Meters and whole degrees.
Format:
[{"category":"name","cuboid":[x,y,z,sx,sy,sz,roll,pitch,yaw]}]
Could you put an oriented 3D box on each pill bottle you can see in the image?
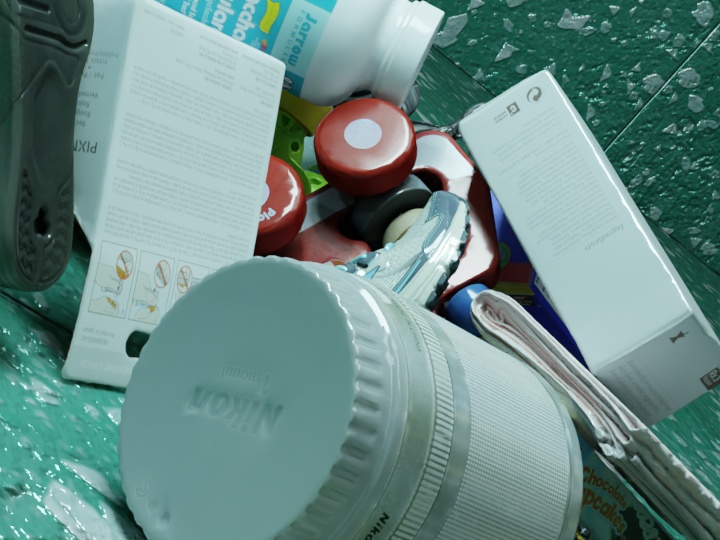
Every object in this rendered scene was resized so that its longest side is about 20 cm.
[{"category":"pill bottle","cuboid":[-0.049,-0.177,1.242,0.199,0.111,0.111,25,12,2]}]

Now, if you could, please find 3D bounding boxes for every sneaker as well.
[{"category":"sneaker","cuboid":[-0.009,0.023,1.104,0.086,0.201,0.078,34,-22,5]},{"category":"sneaker","cuboid":[-0.196,-0.091,0.965,0.113,0.201,0.076,1,-7,26]}]

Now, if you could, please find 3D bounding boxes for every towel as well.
[{"category":"towel","cuboid":[0.160,0.109,1.122,0.200,0.032,0.191,45,2,-32]}]

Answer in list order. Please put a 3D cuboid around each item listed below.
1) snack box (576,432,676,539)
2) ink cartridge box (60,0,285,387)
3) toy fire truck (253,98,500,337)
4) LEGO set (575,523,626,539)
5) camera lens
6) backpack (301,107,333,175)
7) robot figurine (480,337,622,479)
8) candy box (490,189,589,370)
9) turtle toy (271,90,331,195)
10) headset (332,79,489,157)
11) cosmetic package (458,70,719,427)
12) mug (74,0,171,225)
[{"category":"snack box","cuboid":[0.120,0.143,1.131,0.200,0.037,0.116,46,-22,-30]},{"category":"ink cartridge box","cuboid":[-0.113,-0.037,1.057,0.050,0.202,0.162,11,-3,28]},{"category":"toy fire truck","cuboid":[0.000,0.000,1.206,0.168,0.199,0.112,53,-18,31]},{"category":"LEGO set","cuboid":[0.126,0.196,1.072,0.200,0.116,0.154,45,13,14]},{"category":"camera lens","cuboid":[0.001,0.093,0.938,0.200,0.160,0.160,29,18,-47]},{"category":"backpack","cuboid":[-0.098,-0.130,1.451,0.200,0.166,0.127,50,14,-23]},{"category":"robot figurine","cuboid":[0.074,0.101,1.249,0.200,0.113,0.170,42,38,-6]},{"category":"candy box","cuboid":[0.083,0.016,1.369,0.168,0.078,0.200,4,-24,28]},{"category":"turtle toy","cuboid":[-0.090,-0.079,1.342,0.200,0.146,0.101,40,-10,-10]},{"category":"headset","cuboid":[0.033,-0.106,1.364,0.124,0.093,0.200,65,-4,-14]},{"category":"cosmetic package","cuboid":[0.142,-0.014,1.176,0.102,0.074,0.201,44,18,-54]},{"category":"mug","cuboid":[-0.171,-0.119,1.172,0.153,0.150,0.187,36,-4,11]}]
